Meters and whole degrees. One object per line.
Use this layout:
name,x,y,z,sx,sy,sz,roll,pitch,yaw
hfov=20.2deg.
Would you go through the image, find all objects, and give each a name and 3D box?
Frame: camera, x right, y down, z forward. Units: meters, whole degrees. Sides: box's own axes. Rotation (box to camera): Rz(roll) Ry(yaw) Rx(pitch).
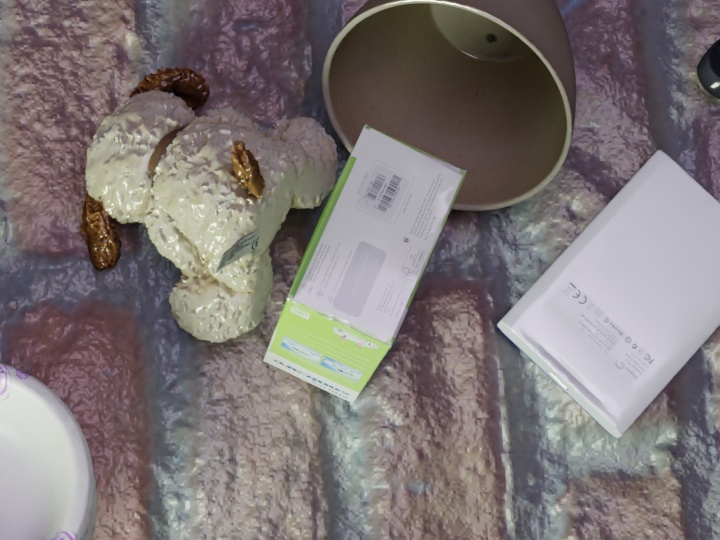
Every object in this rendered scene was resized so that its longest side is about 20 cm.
computer mouse,0.370,-0.182,1.704,0.199,0.034,0.059,-15,61,-16
plush dog,-0.135,-0.070,1.557,0.171,0.161,0.201,20,72,23
toothbrush box,0.000,0.000,1.514,0.086,0.200,0.146,24,74,1
hard drive,0.223,0.017,1.630,0.132,0.025,0.200,43,74,5
paper bowl,-0.291,0.173,1.470,0.199,0.105,0.202,2,64,-3
cup,0.086,-0.169,1.592,0.199,0.201,0.144,26,46,0
